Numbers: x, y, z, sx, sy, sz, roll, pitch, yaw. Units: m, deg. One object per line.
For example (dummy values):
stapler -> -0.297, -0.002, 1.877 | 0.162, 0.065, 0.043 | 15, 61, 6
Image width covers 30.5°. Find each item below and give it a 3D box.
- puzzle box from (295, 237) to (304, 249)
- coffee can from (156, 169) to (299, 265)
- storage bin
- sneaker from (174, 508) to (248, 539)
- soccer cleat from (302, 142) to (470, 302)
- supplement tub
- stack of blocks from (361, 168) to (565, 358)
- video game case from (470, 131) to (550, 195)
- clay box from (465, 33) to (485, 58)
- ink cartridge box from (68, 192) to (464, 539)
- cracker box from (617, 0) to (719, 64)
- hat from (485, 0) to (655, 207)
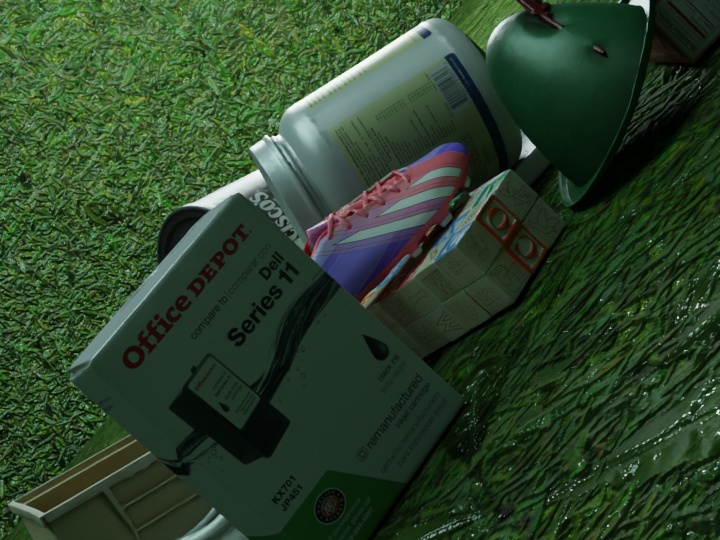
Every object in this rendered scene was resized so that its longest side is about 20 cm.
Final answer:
puzzle box -> 0.000, 0.000, 1.151 | 0.200, 0.132, 0.026 | -54, -30, -37
coffee can -> -0.076, -0.029, 1.273 | 0.200, 0.147, 0.146 | -33, -5, -43
storage bin -> -0.160, 0.179, 1.052 | 0.198, 0.094, 0.200 | -30, 4, -22
sneaker -> -0.059, 0.144, 0.950 | 0.200, 0.071, 0.073 | -52, 9, -22
soccer cleat -> 0.005, -0.028, 0.967 | 0.200, 0.076, 0.067 | -50, 8, -11
supplement tub -> 0.021, -0.104, 1.115 | 0.199, 0.146, 0.145 | -32, 7, -4
stack of blocks -> 0.066, 0.000, 0.995 | 0.115, 0.059, 0.200 | -54, 9, -34
video game case -> 0.171, -0.134, 1.192 | 0.200, 0.023, 0.182 | -49, 8, 8
clay box -> 0.048, -0.146, 1.371 | 0.200, 0.048, 0.115 | -45, 8, 33
ink cartridge box -> -0.059, 0.073, 0.820 | 0.147, 0.200, 0.083 | -52, 9, -21
cracker box -> 0.283, -0.248, 0.995 | 0.200, 0.058, 0.134 | -47, 8, 7
hat -> 0.100, -0.160, 0.951 | 0.201, 0.175, 0.167 | -79, 9, -57
